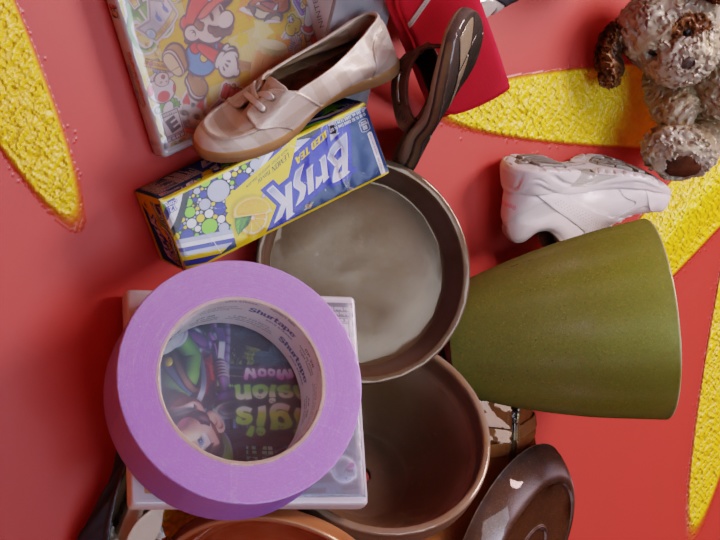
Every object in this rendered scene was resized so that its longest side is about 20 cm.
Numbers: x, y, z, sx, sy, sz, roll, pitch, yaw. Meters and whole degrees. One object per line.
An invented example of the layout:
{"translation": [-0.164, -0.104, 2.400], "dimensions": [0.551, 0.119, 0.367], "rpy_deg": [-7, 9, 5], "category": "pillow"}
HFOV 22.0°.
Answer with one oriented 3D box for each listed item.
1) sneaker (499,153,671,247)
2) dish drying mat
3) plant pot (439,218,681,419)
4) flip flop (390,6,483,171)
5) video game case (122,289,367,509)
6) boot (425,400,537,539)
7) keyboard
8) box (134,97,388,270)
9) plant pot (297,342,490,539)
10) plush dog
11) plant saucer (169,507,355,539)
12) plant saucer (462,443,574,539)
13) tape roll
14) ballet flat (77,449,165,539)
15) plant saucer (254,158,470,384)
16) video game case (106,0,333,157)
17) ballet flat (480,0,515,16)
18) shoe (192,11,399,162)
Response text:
{"translation": [0.210, -0.059, 1.783], "dimensions": [0.200, 0.078, 0.100], "rpy_deg": [1, 109, -30], "category": "sneaker"}
{"translation": [0.076, -0.200, 1.608], "dimensions": [0.077, 0.018, 0.200], "rpy_deg": [-23, 146, 4], "category": "dish drying mat"}
{"translation": [0.175, 0.054, 1.708], "dimensions": [0.200, 0.187, 0.187], "rpy_deg": [-6, 106, -4], "category": "plant pot"}
{"translation": [0.053, -0.156, 1.593], "dimensions": [0.058, 0.200, 0.081], "rpy_deg": [31, 61, 2], "category": "flip flop"}
{"translation": [-0.096, 0.107, 1.534], "dimensions": [0.200, 0.023, 0.182], "rpy_deg": [2, 71, -18], "category": "video game case"}
{"translation": [0.100, 0.193, 1.739], "dimensions": [0.200, 0.077, 0.155], "rpy_deg": [-13, 114, -39], "category": "boot"}
{"translation": [-0.007, -0.193, 1.579], "dimensions": [0.056, 0.011, 0.200], "rpy_deg": [-2, 124, -26], "category": "keyboard"}
{"translation": [-0.081, -0.075, 1.546], "dimensions": [0.200, 0.064, 0.070], "rpy_deg": [-27, 112, -19], "category": "box"}
{"translation": [0.008, 0.163, 1.637], "dimensions": [0.201, 0.201, 0.093], "rpy_deg": [-27, 155, -29], "category": "plant pot"}
{"translation": [0.322, -0.213, 1.785], "dimensions": [0.200, 0.161, 0.172], "rpy_deg": [-33, 125, 23], "category": "plush dog"}
{"translation": [-0.075, 0.272, 1.589], "dimensions": [0.200, 0.200, 0.032], "rpy_deg": [57, 26, -30], "category": "plant saucer"}
{"translation": [0.152, 0.263, 1.765], "dimensions": [0.200, 0.032, 0.200], "rpy_deg": [-36, 138, -41], "category": "plant saucer"}
{"translation": [-0.103, 0.096, 1.488], "dimensions": [0.200, 0.066, 0.200], "rpy_deg": [5, 70, -15], "category": "tape roll"}
{"translation": [-0.175, 0.171, 1.547], "dimensions": [0.073, 0.073, 0.200], "rpy_deg": [27, 84, -37], "category": "ballet flat"}
{"translation": [0.000, 0.000, 1.624], "dimensions": [0.200, 0.029, 0.200], "rpy_deg": [1, 86, -20], "category": "plant saucer"}
{"translation": [-0.111, -0.215, 1.537], "dimensions": [0.200, 0.023, 0.182], "rpy_deg": [-28, 115, -28], "category": "video game case"}
{"translation": [0.071, -0.251, 1.626], "dimensions": [0.200, 0.073, 0.073], "rpy_deg": [9, 95, -32], "category": "ballet flat"}
{"translation": [-0.056, -0.153, 1.524], "dimensions": [0.200, 0.070, 0.053], "rpy_deg": [-31, 135, -24], "category": "shoe"}
